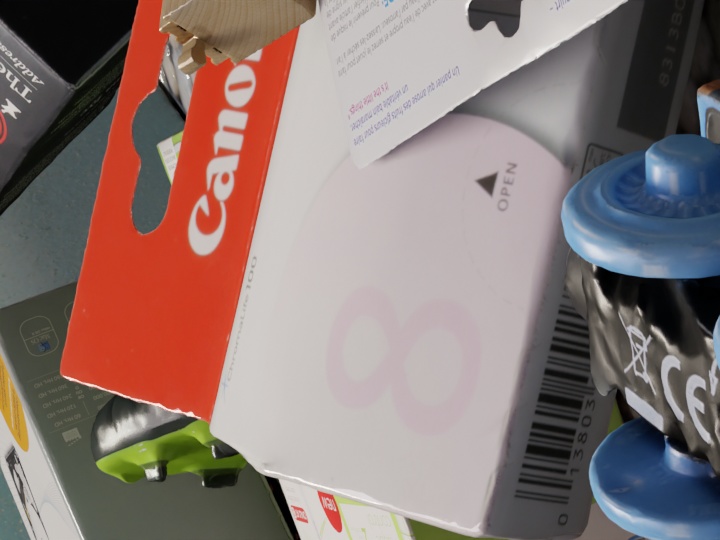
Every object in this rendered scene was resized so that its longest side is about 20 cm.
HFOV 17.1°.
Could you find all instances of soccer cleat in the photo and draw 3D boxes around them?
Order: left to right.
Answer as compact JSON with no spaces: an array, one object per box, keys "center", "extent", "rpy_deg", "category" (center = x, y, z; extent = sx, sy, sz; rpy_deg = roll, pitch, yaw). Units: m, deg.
[{"center":[0.000,0.000,0.694],"extent":[0.067,0.200,0.081],"rpy_deg":[16,-131,-58],"category":"soccer cleat"}]

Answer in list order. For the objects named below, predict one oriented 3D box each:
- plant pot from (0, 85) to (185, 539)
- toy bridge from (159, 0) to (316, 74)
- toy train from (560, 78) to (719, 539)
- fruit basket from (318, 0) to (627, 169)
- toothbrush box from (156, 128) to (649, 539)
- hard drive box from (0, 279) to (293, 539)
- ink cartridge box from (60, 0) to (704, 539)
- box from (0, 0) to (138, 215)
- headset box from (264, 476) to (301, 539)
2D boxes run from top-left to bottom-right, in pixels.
[{"center":[-0.149,0.055,1.173],"extent":[0.196,0.199,0.197],"rpy_deg":[-127,23,-46],"category":"plant pot"},{"center":[-0.035,-0.136,0.653],"extent":[0.067,0.027,0.201],"rpy_deg":[-26,46,40],"category":"toy bridge"},{"center":[0.116,0.025,0.419],"extent":[0.200,0.114,0.087],"rpy_deg":[-138,35,-57],"category":"toy train"},{"center":[0.021,-0.140,0.519],"extent":[0.185,0.093,0.201],"rpy_deg":[-30,74,65],"category":"fruit basket"},{"center":[0.015,0.029,0.808],"extent":[0.201,0.086,0.146],"rpy_deg":[69,163,-4],"category":"toothbrush box"},{"center":[-0.078,0.120,0.967],"extent":[0.201,0.077,0.156],"rpy_deg":[62,163,23],"category":"hard drive box"},{"center":[-0.012,-0.030,0.626],"extent":[0.199,0.057,0.163],"rpy_deg":[13,90,37],"category":"ink cartridge box"},{"center":[-0.165,-0.129,0.849],"extent":[0.200,0.104,0.182],"rpy_deg":[44,152,-4],"category":"box"},{"center":[0.002,0.120,0.978],"extent":[0.149,0.075,0.200],"rpy_deg":[93,152,-55],"category":"headset box"}]
